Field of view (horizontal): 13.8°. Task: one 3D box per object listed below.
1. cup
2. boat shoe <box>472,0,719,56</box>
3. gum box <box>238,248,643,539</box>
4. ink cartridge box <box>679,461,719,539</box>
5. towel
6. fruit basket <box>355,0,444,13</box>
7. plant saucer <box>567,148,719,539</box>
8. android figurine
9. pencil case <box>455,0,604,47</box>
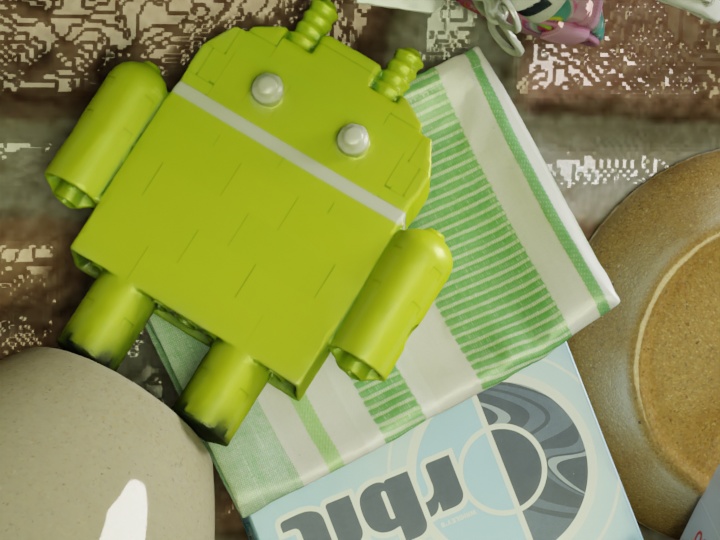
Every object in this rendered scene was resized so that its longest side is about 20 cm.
[{"bbox_3d":[-0.142,0.120,1.312,0.200,0.200,0.144,38,67,-16],"label":"cup"},{"bbox_3d":[0.071,-0.134,1.284,0.201,0.075,0.087,6,103,-24],"label":"boat shoe"},{"bbox_3d":[0.032,0.106,1.384,0.169,0.045,0.201,-21,87,-9],"label":"gum box"},{"bbox_3d":[0.176,0.188,1.400,0.067,0.117,0.201,19,109,-14],"label":"ink cartridge box"},{"bbox_3d":[0.000,0.000,1.358,0.199,0.023,0.153,-27,75,-9],"label":"towel"},{"bbox_3d":[-0.040,-0.226,1.326,0.184,0.094,0.201,8,82,-15],"label":"fruit basket"},{"bbox_3d":[0.193,0.041,1.441,0.199,0.035,0.202,-2,101,-13],"label":"plant saucer"},{"bbox_3d":[-0.046,-0.028,1.335,0.181,0.041,0.201,32,78,9],"label":"android figurine"},{"bbox_3d":[0.103,-0.204,1.351,0.087,0.087,0.201,19,96,-15],"label":"pencil case"}]
